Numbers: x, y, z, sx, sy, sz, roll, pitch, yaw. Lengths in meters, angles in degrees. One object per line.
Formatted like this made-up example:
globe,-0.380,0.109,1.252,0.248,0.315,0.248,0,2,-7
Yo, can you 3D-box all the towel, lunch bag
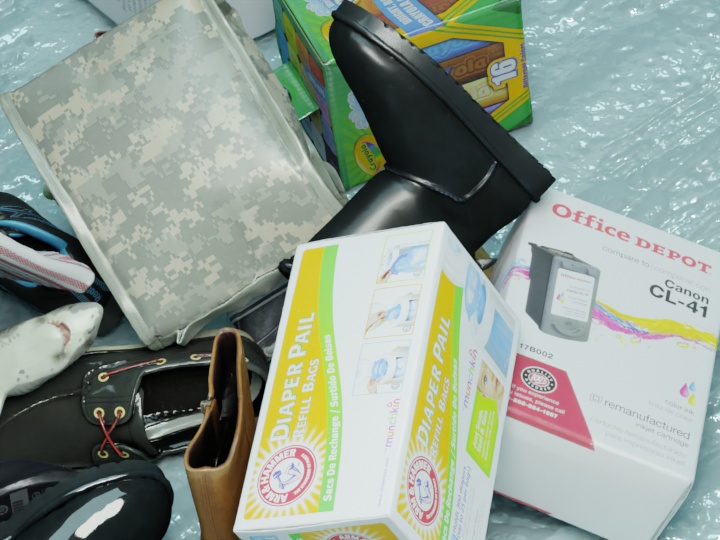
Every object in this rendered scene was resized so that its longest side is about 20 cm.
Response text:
towel,-0.277,-0.032,1.630,0.200,0.146,0.030,10,78,53
lunch bag,-0.113,-0.064,1.661,0.164,0.118,0.200,-31,76,5

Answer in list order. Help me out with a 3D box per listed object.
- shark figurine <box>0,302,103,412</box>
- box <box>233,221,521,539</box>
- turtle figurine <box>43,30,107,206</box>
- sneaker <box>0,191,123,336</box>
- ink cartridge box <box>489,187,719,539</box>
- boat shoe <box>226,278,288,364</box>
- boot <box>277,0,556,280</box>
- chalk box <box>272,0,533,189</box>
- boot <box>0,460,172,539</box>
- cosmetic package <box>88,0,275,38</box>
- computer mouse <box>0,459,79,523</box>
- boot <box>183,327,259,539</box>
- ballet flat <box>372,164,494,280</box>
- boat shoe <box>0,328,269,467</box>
shark figurine,-0.281,0.046,1.642,0.214,0.089,0.128,20,93,7
box,0.013,0.088,1.457,0.101,0.113,0.200,-9,52,28
turtle figurine,-0.157,-0.085,1.842,0.144,0.200,0.194,-41,20,8
sneaker,-0.251,-0.023,1.773,0.200,0.082,0.073,21,77,30
ink cartridge box,0.146,0.059,1.607,0.147,0.086,0.200,21,48,-4
boat shoe,0.000,0.000,1.686,0.200,0.068,0.072,-31,-4,18
boot,0.013,-0.050,1.580,0.163,0.198,0.073,-49,25,-1
chalk box,0.009,-0.155,1.851,0.200,0.124,0.125,-20,44,-12
boot,-0.182,0.217,1.524,0.198,0.073,0.163,-26,43,-8
cosmetic package,-0.138,-0.293,1.978,0.166,0.168,0.200,-27,47,-27
computer mouse,-0.268,0.140,1.578,0.200,0.141,0.046,-19,42,-11
boot,-0.078,0.110,1.535,0.068,0.200,0.188,3,45,12
ballet flat,0.046,-0.014,1.733,0.063,0.069,0.200,-1,35,-37
boat shoe,-0.155,0.090,1.655,0.201,0.074,0.063,-14,25,-11
